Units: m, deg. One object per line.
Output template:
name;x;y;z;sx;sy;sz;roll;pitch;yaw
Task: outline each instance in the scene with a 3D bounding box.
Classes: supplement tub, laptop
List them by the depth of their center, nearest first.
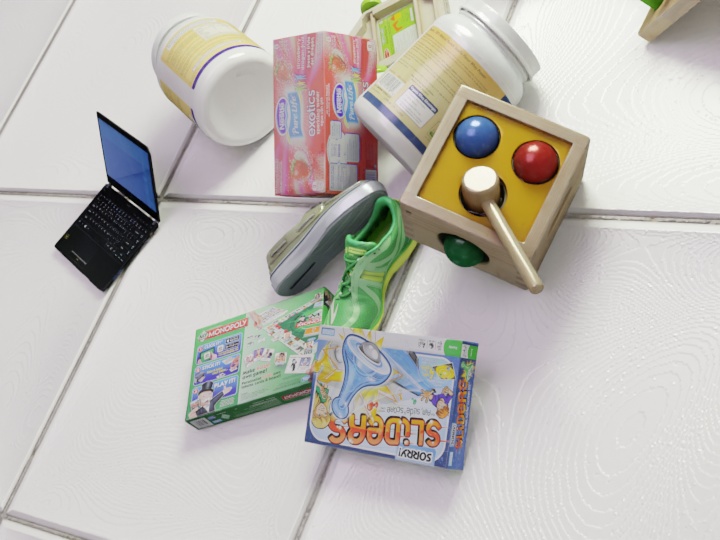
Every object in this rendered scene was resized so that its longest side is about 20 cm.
supplement tub;0.106;-0.217;1.558;0.200;0.144;0.144;-44;43;2
supplement tub;-0.207;-0.279;1.847;0.145;0.145;0.200;-46;43;0
laptop;-0.379;-0.102;1.881;0.200;0.103;0.177;-51;43;-5

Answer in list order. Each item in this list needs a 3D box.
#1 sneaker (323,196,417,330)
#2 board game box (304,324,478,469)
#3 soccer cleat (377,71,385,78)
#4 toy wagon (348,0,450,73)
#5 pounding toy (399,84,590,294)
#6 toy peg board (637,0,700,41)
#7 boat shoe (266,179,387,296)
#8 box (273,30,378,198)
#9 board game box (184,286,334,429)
sneaker;0.000;0.000;1.524;0.074;0.084;0.201;9;66;41
board game box;0.031;0.135;1.403;0.199;0.034;0.136;3;84;40
soccer cleat;-0.001;-0.225;1.714;0.199;0.070;0.078;-3;30;44
toy wagon;0.032;-0.318;1.769;0.199;0.040;0.156;-25;47;23
pounding toy;0.148;-0.074;1.389;0.184;0.142;0.201;24;74;14
toy peg board;0.366;-0.394;1.447;0.201;0.098;0.199;-62;6;-16
boat shoe;-0.050;-0.050;1.583;0.200;0.072;0.062;-43;59;23
box;-0.045;-0.193;1.624;0.094;0.102;0.201;0;91;42
board game box;-0.123;0.108;1.580;0.199;0.029;0.135;-19;49;27
